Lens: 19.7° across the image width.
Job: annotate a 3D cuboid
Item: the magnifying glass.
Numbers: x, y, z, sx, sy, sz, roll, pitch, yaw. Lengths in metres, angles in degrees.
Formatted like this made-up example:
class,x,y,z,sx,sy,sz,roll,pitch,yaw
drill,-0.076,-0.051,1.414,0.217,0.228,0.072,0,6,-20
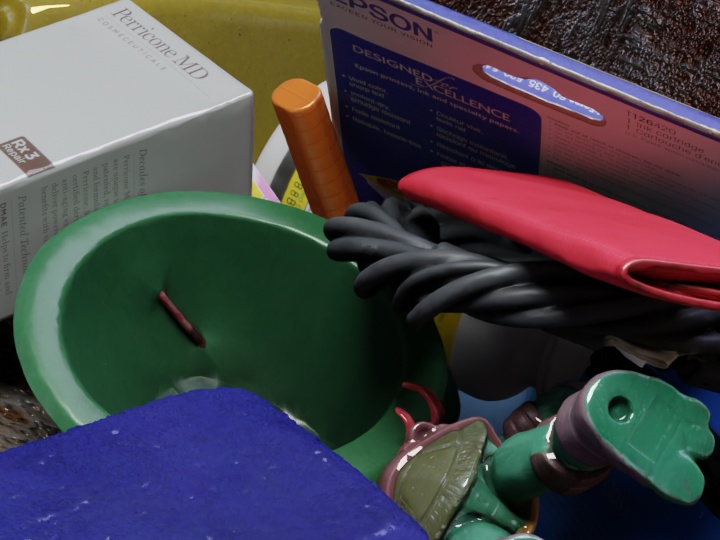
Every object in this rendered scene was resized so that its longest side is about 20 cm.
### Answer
class,x,y,z,sx,sy,sz,roll,pitch,yaw
magnifying glass,0.000,0.000,0.932,0.079,0.022,0.201,31,-28,45

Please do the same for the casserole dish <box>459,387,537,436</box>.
class,x,y,z,sx,sy,sz,roll,pitch,yaw
casserole dish,0.047,0.028,1.076,0.120,0.201,0.039,6,-36,9

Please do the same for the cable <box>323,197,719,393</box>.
class,x,y,z,sx,sy,sz,roll,pitch,yaw
cable,0.063,0.009,0.797,0.162,0.051,0.200,6,10,-33

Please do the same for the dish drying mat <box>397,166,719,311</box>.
class,x,y,z,sx,sy,sz,roll,pitch,yaw
dish drying mat,0.080,-0.012,0.724,0.076,0.018,0.200,7,9,-20

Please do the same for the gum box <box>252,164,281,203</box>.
class,x,y,z,sx,sy,sz,roll,pitch,yaw
gum box,-0.114,-0.030,0.986,0.113,0.066,0.200,-11,41,-23

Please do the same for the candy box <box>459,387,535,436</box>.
class,x,y,z,sx,sy,sz,roll,pitch,yaw
candy box,0.022,0.020,1.125,0.200,0.102,0.026,36,-25,27

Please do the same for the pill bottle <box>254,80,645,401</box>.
class,x,y,z,sx,sy,sz,roll,pitch,yaw
pill bottle,0.049,-0.005,1.008,0.199,0.112,0.111,30,11,24

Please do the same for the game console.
class,x,y,z,sx,sy,sz,roll,pitch,yaw
game console,0.153,0.109,0.853,0.118,0.171,0.200,30,7,-14

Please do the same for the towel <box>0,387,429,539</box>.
class,x,y,z,sx,sy,sz,roll,pitch,yaw
towel,-0.036,0.110,0.596,0.147,0.050,0.200,-15,35,-34

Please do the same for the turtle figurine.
class,x,y,z,sx,sy,sz,roll,pitch,yaw
turtle figurine,0.050,0.096,0.725,0.100,0.151,0.200,17,-15,-8

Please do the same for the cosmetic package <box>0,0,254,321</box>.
class,x,y,z,sx,sy,sz,roll,pitch,yaw
cosmetic package,-0.152,-0.040,0.881,0.199,0.074,0.102,-27,47,-32

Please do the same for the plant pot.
class,x,y,z,sx,sy,sz,roll,pitch,yaw
plant pot,-0.158,-0.099,1.174,0.199,0.195,0.195,5,21,-47

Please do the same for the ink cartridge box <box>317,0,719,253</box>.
class,x,y,z,sx,sy,sz,roll,pitch,yaw
ink cartridge box,0.080,-0.051,0.852,0.197,0.047,0.200,24,-22,13

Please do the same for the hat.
class,x,y,z,sx,sy,sz,roll,pitch,yaw
hat,-0.055,0.085,0.880,0.198,0.177,0.166,11,45,-7
